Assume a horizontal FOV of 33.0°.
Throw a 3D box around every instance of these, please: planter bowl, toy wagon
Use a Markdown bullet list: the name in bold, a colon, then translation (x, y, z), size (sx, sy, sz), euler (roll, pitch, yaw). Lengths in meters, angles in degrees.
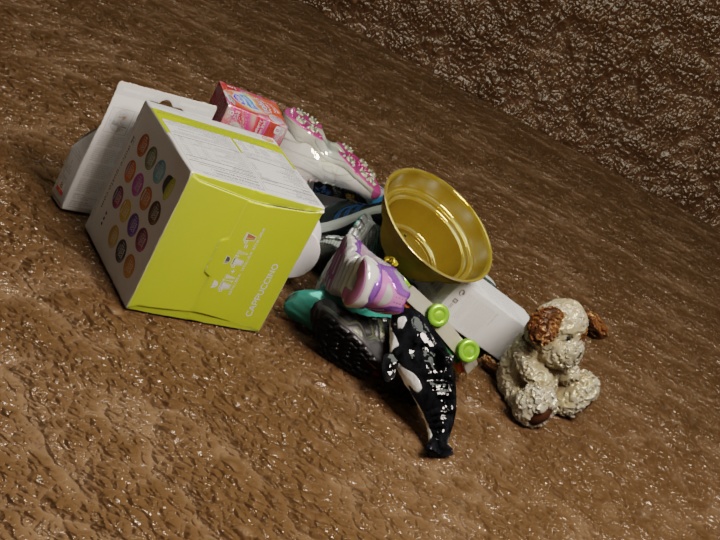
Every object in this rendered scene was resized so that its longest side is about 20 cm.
- **planter bowl**: translation (0.090, -0.045, 1.772), size (0.200, 0.083, 0.201), euler (27, 40, -26)
- **toy wagon**: translation (0.089, 0.063, 1.731), size (0.200, 0.040, 0.155), euler (49, -9, -17)

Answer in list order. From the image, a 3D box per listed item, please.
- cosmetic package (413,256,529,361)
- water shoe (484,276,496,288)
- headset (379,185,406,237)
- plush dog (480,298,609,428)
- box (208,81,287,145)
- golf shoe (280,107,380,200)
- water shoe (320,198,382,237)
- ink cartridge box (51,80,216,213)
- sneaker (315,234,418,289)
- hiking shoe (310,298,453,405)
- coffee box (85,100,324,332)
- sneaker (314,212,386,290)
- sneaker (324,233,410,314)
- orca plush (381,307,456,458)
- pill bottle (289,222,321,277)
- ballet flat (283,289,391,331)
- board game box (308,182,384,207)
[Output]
- **cosmetic package**: translation (0.184, 0.063, 1.870), size (0.200, 0.071, 0.102), euler (34, 16, -30)
- **water shoe**: translation (0.149, 0.016, 1.977), size (0.199, 0.072, 0.079), euler (19, 18, -26)
- **headset**: translation (0.006, -0.091, 2.013), size (0.200, 0.124, 0.094), euler (9, -29, 48)
- **plush dog**: translation (0.274, 0.116, 1.782), size (0.160, 0.172, 0.200), euler (40, 24, 30)
- **box**: translation (-0.198, -0.162, 1.788), size (0.099, 0.200, 0.096), euler (18, 24, -26)
- **golf shoe**: translation (-0.059, -0.166, 1.907), size (0.200, 0.092, 0.075), euler (39, 19, -9)
- **water shoe**: translation (-0.007, -0.086, 1.889), size (0.072, 0.199, 0.079), euler (67, 14, -48)
- **ink cartridge box**: translation (-0.307, -0.163, 1.647), size (0.162, 0.200, 0.050), euler (9, 27, -42)
- **sneaker**: translation (0.008, 0.008, 1.846), size (0.199, 0.067, 0.091), euler (26, 18, -13)
- **hiking shoe**: translation (0.025, 0.093, 1.617), size (0.200, 0.076, 0.101), euler (37, 48, -4)
- **coffee box**: translation (-0.202, -0.067, 1.558), size (0.199, 0.200, 0.198), euler (14, 26, -36)
- **sneaker**: translation (0.000, 0.000, 1.767), size (0.091, 0.078, 0.200), euler (31, 50, 2)
- **sneaker**: translation (0.012, 0.013, 1.608), size (0.088, 0.081, 0.200), euler (19, 10, -18)
- **orca plush**: translation (0.086, 0.131, 1.533), size (0.105, 0.071, 0.201), euler (12, 58, -22)
- **pill bottle**: translation (-0.118, -0.072, 1.812), size (0.108, 0.109, 0.200), euler (20, 23, -23)
- **ballet flat**: translation (-0.010, 0.076, 1.669), size (0.199, 0.067, 0.071), euler (14, 38, -30)
- **board game box**: translation (-0.021, -0.098, 1.971), size (0.200, 0.126, 0.035), euler (42, 10, 32)
